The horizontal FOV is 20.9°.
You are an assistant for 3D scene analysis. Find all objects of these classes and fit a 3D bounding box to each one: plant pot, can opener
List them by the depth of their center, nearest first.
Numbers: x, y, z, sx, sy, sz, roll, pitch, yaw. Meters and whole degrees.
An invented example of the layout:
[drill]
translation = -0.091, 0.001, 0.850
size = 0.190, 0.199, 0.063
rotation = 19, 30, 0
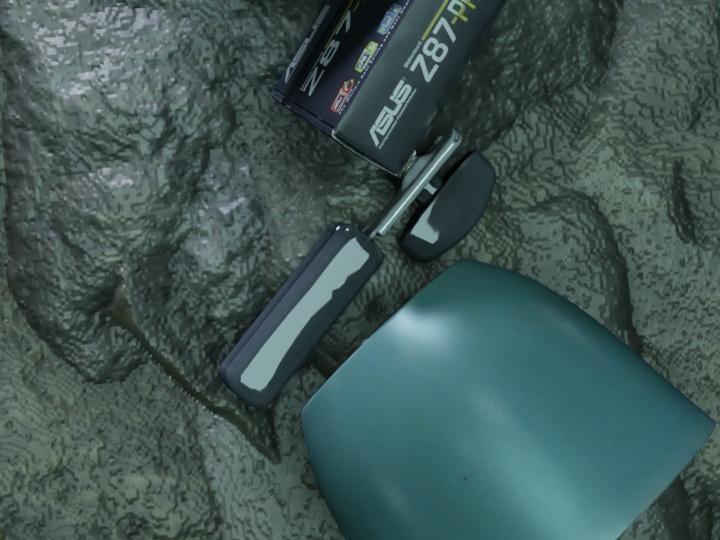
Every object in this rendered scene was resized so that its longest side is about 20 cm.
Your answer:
[plant pot]
translation = 0.065, 0.093, 1.059
size = 0.200, 0.201, 0.161
rotation = -43, 84, -7
[can opener]
translation = 0.000, 0.000, 1.111
size = 0.066, 0.053, 0.200
rotation = 44, 84, -8

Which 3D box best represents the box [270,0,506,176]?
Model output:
[box]
translation = 0.036, -0.157, 1.048
size = 0.049, 0.161, 0.201
rotation = 30, 94, -17
